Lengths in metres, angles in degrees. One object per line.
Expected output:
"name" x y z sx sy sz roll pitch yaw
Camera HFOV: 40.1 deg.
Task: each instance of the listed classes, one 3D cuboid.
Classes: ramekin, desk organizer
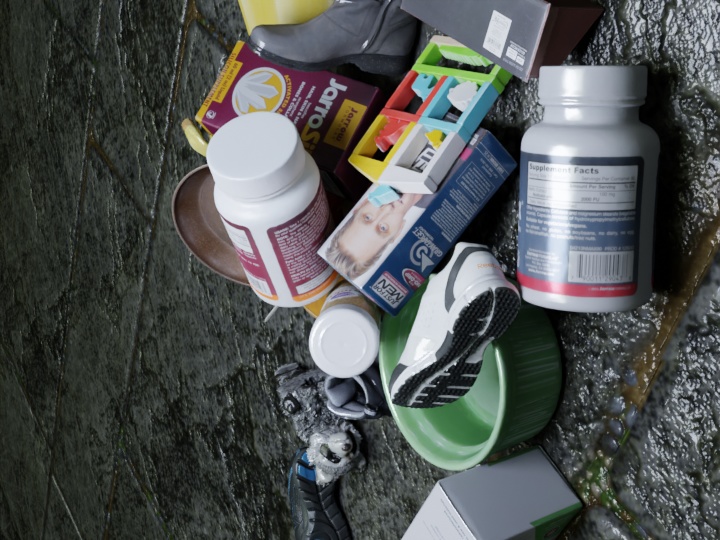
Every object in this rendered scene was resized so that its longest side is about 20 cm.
"ramekin" 0.115 0.097 1.025 0.199 0.097 0.202 15 109 53
"desk organizer" 0.131 -0.253 0.947 0.200 0.076 0.072 44 130 42

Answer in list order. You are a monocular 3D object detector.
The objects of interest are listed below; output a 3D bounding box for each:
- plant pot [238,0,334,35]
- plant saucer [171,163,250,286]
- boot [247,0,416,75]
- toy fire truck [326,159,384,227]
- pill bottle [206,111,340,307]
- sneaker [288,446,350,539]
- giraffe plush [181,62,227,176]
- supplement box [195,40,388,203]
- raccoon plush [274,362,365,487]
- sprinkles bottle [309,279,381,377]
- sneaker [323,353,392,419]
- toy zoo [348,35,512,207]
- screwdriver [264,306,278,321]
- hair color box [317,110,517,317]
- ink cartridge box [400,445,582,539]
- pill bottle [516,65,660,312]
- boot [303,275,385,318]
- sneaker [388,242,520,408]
"plant pot" -0.071 -0.354 1.135 0.201 0.200 0.190 43 145 43
"plant saucer" -0.127 -0.061 1.188 0.201 0.199 0.037 -56 11 44
"boot" -0.020 -0.286 1.061 0.070 0.198 0.132 58 143 42
"toy fire truck" -0.013 -0.071 1.219 0.141 0.048 0.201 46 134 37
"pill bottle" -0.090 -0.063 1.049 0.114 0.114 0.201 50 165 37
"sneaker" -0.060 0.344 1.372 0.082 0.073 0.202 163 104 -72
"giraffe plush" -0.124 -0.156 1.288 0.172 0.200 0.163 34 161 20
"supplement box" -0.072 -0.171 1.125 0.199 0.086 0.111 23 80 25
"raccoon plush" -0.050 0.201 1.333 0.200 0.096 0.135 -128 21 -80
"sprinkles bottle" -0.012 0.056 1.033 0.200 0.068 0.069 -75 -17 -82
"sneaker" -0.006 0.115 1.190 0.200 0.113 0.076 36 125 47
"toy zoo" 0.066 -0.151 1.006 0.131 0.020 0.201 25 77 51
"screwdriver" -0.089 0.017 1.285 0.029 0.028 0.200 43 138 -5
"hair color box" 0.056 -0.062 1.008 0.200 0.060 0.100 -51 37 -1
"ink cartridge box" 0.116 0.287 1.022 0.085 0.145 0.201 53 137 32
"pill bottle" 0.197 -0.074 0.852 0.119 0.119 0.202 15 109 53
"boot" 0.000 0.000 1.182 0.200 0.071 0.145 20 125 39
"sneaker" 0.083 0.056 0.930 0.201 0.073 0.080 -57 35 38
